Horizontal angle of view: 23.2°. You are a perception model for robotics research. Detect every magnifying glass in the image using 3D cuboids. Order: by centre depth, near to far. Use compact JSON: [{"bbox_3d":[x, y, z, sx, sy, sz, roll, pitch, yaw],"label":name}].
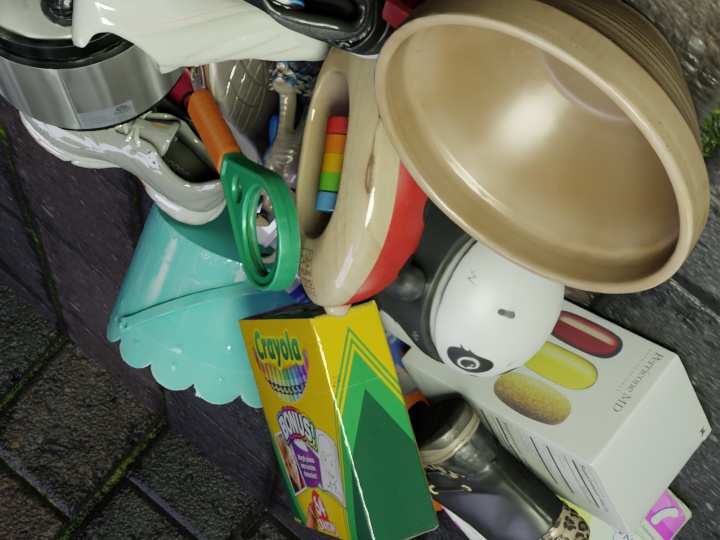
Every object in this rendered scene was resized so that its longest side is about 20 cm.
[{"bbox_3d":[-0.085,-0.063,1.255,0.200,0.022,0.080,59,144,42],"label":"magnifying glass"}]

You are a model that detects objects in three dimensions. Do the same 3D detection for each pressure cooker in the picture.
[{"bbox_3d":[-0.209,-0.212,1.286,0.178,0.176,0.200,35,167,10],"label":"pressure cooker"}]

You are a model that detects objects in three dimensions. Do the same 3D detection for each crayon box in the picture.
[{"bbox_3d":[-0.022,0.112,1.336,0.200,0.058,0.173,-6,101,71],"label":"crayon box"}]

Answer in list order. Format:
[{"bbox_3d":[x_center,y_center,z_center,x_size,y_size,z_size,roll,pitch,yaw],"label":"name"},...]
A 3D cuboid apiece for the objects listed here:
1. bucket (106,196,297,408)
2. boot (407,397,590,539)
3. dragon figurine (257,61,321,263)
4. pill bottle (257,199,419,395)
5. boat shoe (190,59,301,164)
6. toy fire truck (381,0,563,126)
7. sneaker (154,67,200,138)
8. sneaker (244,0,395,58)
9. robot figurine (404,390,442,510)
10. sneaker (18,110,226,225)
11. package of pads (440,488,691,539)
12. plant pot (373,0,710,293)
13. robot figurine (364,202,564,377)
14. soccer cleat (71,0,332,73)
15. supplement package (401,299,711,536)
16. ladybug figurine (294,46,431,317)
[{"bbox_3d":[-0.117,0.016,1.591,0.207,0.207,0.135,33,118,29],"label":"bucket"},{"bbox_3d":[0.089,0.173,1.380,0.151,0.073,0.200,43,160,-6],"label":"boot"},{"bbox_3d":[-0.050,-0.082,1.358,0.059,0.100,0.200,13,151,6],"label":"dragon figurine"},{"bbox_3d":[0.000,0.000,1.466,0.200,0.112,0.112,43,164,-5],"label":"pill bottle"},{"bbox_3d":[-0.103,-0.148,1.385,0.072,0.076,0.200,30,160,22],"label":"boat shoe"},{"bbox_3d":[0.101,-0.097,1.089,0.200,0.049,0.141,38,162,9],"label":"toy fire truck"},{"bbox_3d":[-0.181,-0.185,1.498,0.200,0.077,0.084,35,159,-13],"label":"sneaker"},{"bbox_3d":[-0.064,-0.202,1.097,0.199,0.073,0.112,29,-172,12],"label":"sneaker"},{"bbox_3d":[0.044,0.157,1.772,0.116,0.144,0.200,-16,133,23],"label":"robot figurine"},{"bbox_3d":[-0.191,-0.117,1.476,0.199,0.076,0.092,27,157,-10],"label":"sneaker"},{"bbox_3d":[0.171,0.201,1.509,0.200,0.155,0.068,46,169,-18],"label":"package of pads"},{"bbox_3d":[0.114,-0.090,0.967,0.200,0.093,0.201,30,153,17],"label":"plant pot"},{"bbox_3d":[0.057,-0.001,1.302,0.200,0.150,0.125,30,145,36],"label":"robot figurine"},{"bbox_3d":[-0.108,-0.169,1.213,0.199,0.078,0.069,12,-166,-31],"label":"soccer cleat"},{"bbox_3d":[0.152,0.096,1.360,0.200,0.114,0.110,27,159,40],"label":"supplement package"},{"bbox_3d":[0.006,-0.067,1.189,0.072,0.201,0.136,8,-176,-21],"label":"ladybug figurine"}]
